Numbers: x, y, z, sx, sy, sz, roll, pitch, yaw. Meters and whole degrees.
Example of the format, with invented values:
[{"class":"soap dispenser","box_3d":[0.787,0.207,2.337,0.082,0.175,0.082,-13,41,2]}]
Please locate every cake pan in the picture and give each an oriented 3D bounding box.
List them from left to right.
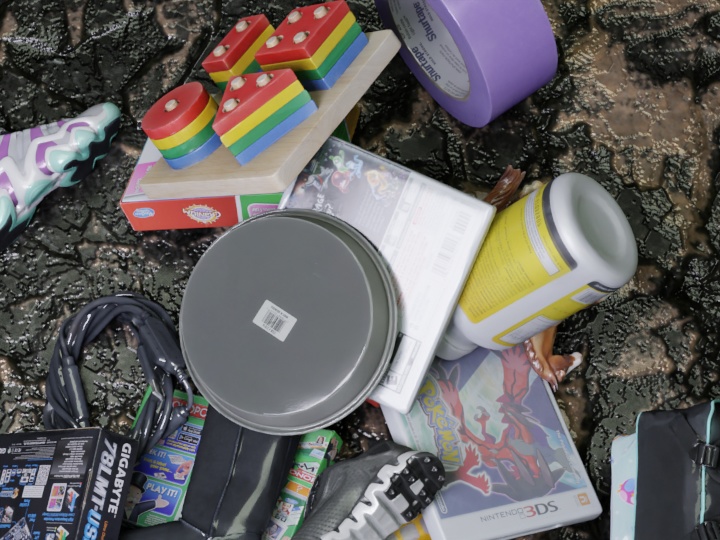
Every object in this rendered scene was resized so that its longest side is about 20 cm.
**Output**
[{"class":"cake pan","box_3d":[-0.068,0.042,1.411,0.200,0.037,0.200,-2,82,14]}]

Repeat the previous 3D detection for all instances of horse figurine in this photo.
[{"class":"horse figurine","box_3d":[0.168,-0.001,1.562,0.133,0.050,0.200,-40,103,-20]}]

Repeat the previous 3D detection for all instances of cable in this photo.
[{"class":"cable","box_3d":[-0.231,0.108,1.511,0.163,0.051,0.200,-52,46,12]}]

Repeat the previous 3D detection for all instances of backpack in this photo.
[{"class":"backpack","box_3d":[0.322,0.219,1.464,0.200,0.153,0.176,17,66,-36]}]

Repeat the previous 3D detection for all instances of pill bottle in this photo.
[{"class":"pill bottle","box_3d":[0.140,0.004,1.458,0.200,0.112,0.112,-32,71,34]}]

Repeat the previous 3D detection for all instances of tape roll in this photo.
[{"class":"tape roll","box_3d":[0.098,-0.245,1.586,0.085,0.200,0.200,-34,77,-11]}]

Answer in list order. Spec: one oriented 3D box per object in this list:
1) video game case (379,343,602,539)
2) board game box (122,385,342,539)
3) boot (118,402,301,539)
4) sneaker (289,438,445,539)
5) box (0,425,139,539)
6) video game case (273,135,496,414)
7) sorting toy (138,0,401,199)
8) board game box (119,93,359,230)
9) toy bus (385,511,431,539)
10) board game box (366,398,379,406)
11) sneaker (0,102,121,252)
[{"class":"video game case","box_3d":[0.114,0.152,1.502,0.182,0.023,0.200,-7,63,-32]},{"class":"board game box","box_3d":[-0.130,0.189,1.489,0.200,0.029,0.135,12,68,25]},{"class":"boot","box_3d":[-0.145,0.184,1.441,0.165,0.066,0.200,9,70,15]},{"class":"sneaker","box_3d":[-0.021,0.221,1.416,0.200,0.066,0.090,-43,35,-12]},{"class":"box","box_3d":[-0.287,0.241,1.429,0.050,0.200,0.199,23,68,-38]},{"class":"video game case","box_3d":[0.000,0.000,1.439,0.182,0.023,0.200,24,98,13]},{"class":"sorting toy","box_3d":[-0.097,-0.159,1.472,0.199,0.200,0.070,-53,123,-29]},{"class":"board game box","box_3d":[-0.113,-0.109,1.554,0.200,0.040,0.153,-2,47,20]},{"class":"toy bus","box_3d":[0.011,0.238,1.500,0.200,0.065,0.078,-25,77,-10]},{"class":"board game box","box_3d":[0.006,0.008,1.577,0.153,0.040,0.200,31,74,8]},{"class":"sneaker","box_3d":[-0.344,-0.127,1.595,0.140,0.078,0.200,44,75,10]}]
